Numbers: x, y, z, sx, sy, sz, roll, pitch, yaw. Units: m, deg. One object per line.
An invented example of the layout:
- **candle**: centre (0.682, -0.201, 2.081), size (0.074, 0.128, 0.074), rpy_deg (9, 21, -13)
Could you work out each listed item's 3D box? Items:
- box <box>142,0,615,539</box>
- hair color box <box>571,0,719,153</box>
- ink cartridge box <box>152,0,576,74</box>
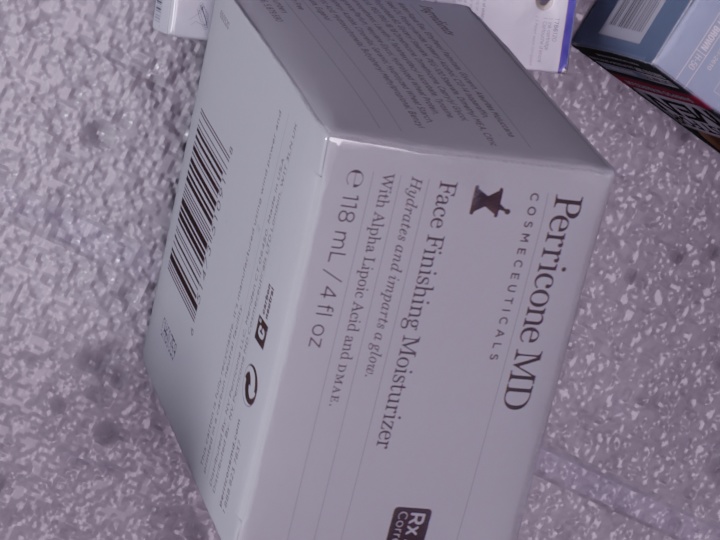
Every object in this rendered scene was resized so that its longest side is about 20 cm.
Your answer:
- **box**: centre (0.000, 0.000, 1.205), size (0.130, 0.200, 0.200), rpy_deg (5, 113, -19)
- **hair color box**: centre (0.210, -0.075, 1.331), size (0.200, 0.099, 0.061), rpy_deg (33, 89, -21)
- **ink cartridge box**: centre (0.006, -0.150, 1.282), size (0.199, 0.039, 0.100), rpy_deg (5, 99, -18)
